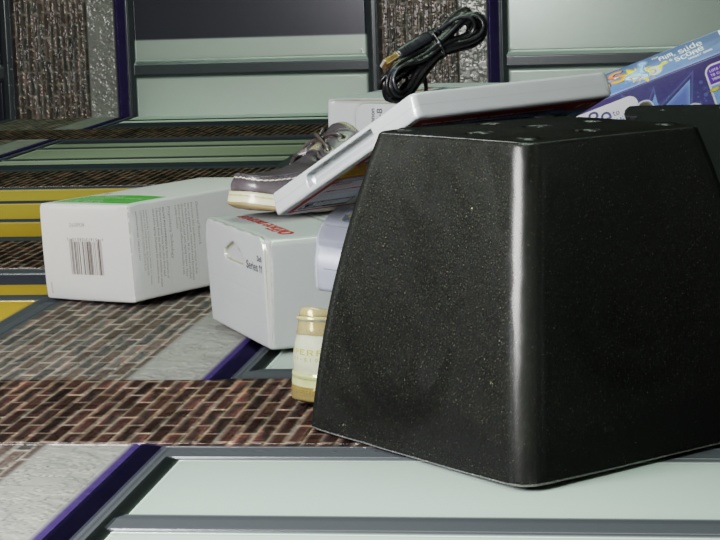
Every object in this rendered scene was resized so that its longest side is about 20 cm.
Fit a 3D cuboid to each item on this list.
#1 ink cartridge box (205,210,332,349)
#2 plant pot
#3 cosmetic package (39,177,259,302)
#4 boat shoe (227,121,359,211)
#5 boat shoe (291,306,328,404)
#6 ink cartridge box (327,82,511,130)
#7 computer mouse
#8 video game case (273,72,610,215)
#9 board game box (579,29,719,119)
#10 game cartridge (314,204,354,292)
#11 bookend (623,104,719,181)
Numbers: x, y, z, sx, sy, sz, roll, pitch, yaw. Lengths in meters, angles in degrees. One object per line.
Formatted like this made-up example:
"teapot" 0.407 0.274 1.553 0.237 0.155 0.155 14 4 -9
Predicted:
"ink cartridge box" 0.000 0.000 1.508 0.199 0.083 0.147 -4 10 -21
"plant pot" 0.102 0.004 1.162 0.199 0.178 0.200 -8 10 -36
"cosmetic package" -0.163 -0.028 1.723 0.107 0.085 0.200 2 10 36
"boat shoe" -0.015 -0.081 1.543 0.200 0.065 0.072 -8 11 -33
"boat shoe" 0.030 0.040 1.312 0.073 0.063 0.200 6 12 42
"ink cartridge box" 0.075 -0.100 1.932 0.144 0.146 0.200 3 11 27
"computer mouse" 0.070 -0.113 1.701 0.110 0.200 0.044 -36 45 -29
"video game case" 0.047 -0.079 1.290 0.143 0.017 0.200 -9 -11 -29
"board game box" 0.210 -0.086 1.512 0.200 0.136 0.034 -20 30 8
"game cartridge" 0.049 -0.023 1.368 0.133 0.041 0.200 4 18 19
"bookend" 0.221 -0.024 1.363 0.198 0.092 0.200 3 36 45
